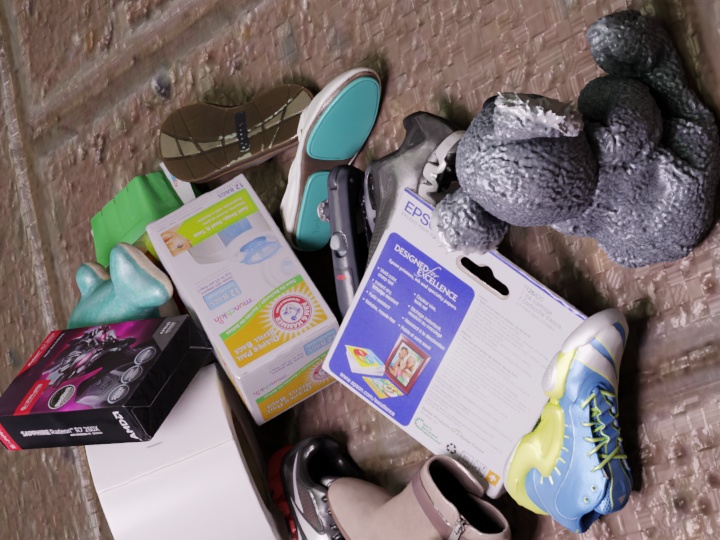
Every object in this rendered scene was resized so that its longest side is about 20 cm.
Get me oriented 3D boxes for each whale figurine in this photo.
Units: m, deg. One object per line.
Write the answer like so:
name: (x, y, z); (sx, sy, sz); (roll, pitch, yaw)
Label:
whale figurine: (-0.235, 0.056, 1.864); (0.159, 0.104, 0.200); (43, 153, 13)

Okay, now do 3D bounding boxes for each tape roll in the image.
tape roll: (-0.165, 0.206, 1.803); (0.203, 0.139, 0.204); (-22, -90, -88)

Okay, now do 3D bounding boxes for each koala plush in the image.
koala plush: (0.154, -0.083, 1.417); (0.178, 0.199, 0.184); (-54, 54, 37)

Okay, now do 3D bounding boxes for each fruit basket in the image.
fruit basket: (-0.192, 0.003, 1.954); (0.185, 0.094, 0.201); (-38, 80, 46)

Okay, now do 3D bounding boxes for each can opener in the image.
can opener: (0.000, 0.000, 1.719); (0.078, 0.063, 0.201); (4, 96, 50)

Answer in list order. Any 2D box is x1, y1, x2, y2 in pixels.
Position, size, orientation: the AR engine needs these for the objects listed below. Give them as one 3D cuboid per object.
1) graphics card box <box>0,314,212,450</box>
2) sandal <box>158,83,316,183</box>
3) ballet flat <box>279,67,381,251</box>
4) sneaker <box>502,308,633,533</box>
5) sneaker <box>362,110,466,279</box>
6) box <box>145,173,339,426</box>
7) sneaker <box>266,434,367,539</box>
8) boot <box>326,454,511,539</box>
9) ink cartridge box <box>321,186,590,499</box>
graphics card box: (-0.247, 0.106, 1.760); (0.199, 0.126, 0.051); (-6, 127, 39)
sandal: (-0.115, -0.134, 1.851); (0.199, 0.054, 0.082); (-17, 72, 30)
ballet flat: (-0.038, -0.113, 1.760); (0.069, 0.069, 0.201); (46, 129, 38)
sneaker: (0.191, 0.128, 1.504); (0.105, 0.076, 0.201); (41, 131, 26)
sneaker: (0.039, -0.054, 1.662); (0.090, 0.066, 0.201); (43, 121, 33)
box: (-0.104, 0.028, 1.784); (0.200, 0.112, 0.102); (57, 171, 31)
sneaker: (-0.023, 0.242, 1.761); (0.098, 0.071, 0.201); (-46, 58, 45)
boot: (0.055, 0.211, 1.637); (0.200, 0.070, 0.147); (36, 143, 21)
ink cartridge box: (0.084, 0.059, 1.591); (0.197, 0.047, 0.201); (37, 120, 19)
